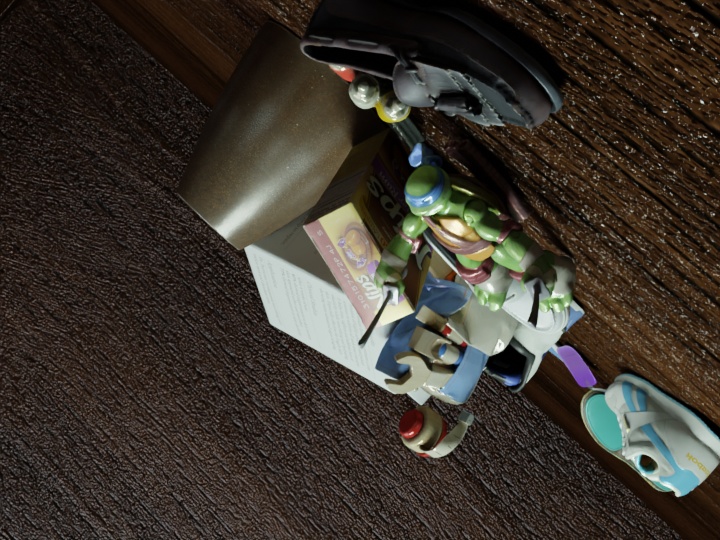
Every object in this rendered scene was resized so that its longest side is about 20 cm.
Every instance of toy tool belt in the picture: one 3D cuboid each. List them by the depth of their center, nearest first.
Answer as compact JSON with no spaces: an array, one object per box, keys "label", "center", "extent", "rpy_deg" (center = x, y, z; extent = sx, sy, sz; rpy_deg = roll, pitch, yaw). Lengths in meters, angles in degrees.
[{"label":"toy tool belt","center":[0.066,0.079,1.043],"extent":[0.122,0.202,0.124],"rpy_deg":[31,172,-28]}]

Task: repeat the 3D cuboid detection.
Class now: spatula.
[{"label":"spatula","center":[0.343,0.173,1.355],"extent":[0.199,0.021,0.057],"rpy_deg":[40,163,-1]}]

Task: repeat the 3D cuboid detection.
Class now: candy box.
[{"label":"candy box","center":[0.020,-0.045,0.954],"extent":[0.118,0.056,0.201],"rpy_deg":[59,-155,-18]}]

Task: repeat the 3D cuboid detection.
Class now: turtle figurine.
[{"label":"turtle figurine","center":[0.090,0.011,0.822],"extent":[0.193,0.143,0.202],"rpy_deg":[25,-141,-50]}]

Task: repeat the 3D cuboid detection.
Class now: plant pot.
[{"label":"plant pot","center":[-0.099,-0.128,1.086],"extent":[0.187,0.200,0.187],"rpy_deg":[42,178,2]}]

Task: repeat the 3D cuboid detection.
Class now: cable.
[{"label":"cable","center":[0.008,-0.142,0.815],"extent":[0.097,0.050,0.200],"rpy_deg":[43,177,8]}]

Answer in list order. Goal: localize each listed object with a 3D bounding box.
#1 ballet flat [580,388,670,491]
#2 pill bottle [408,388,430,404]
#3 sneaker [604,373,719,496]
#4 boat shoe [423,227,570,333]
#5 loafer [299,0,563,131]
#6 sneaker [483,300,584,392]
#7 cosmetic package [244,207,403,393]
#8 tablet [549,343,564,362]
[{"label":"ballet flat","center":[0.378,0.234,1.427],"extent":[0.200,0.071,0.071],"rpy_deg":[43,178,-11]},{"label":"pill bottle","center":[0.131,0.109,1.589],"extent":[0.111,0.200,0.111],"rpy_deg":[41,178,1]},{"label":"sneaker","center":[0.315,0.175,1.104],"extent":[0.076,0.081,0.200],"rpy_deg":[41,180,-16]},{"label":"boat shoe","center":[0.127,-0.002,0.973],"extent":[0.072,0.069,0.201],"rpy_deg":[-24,114,39]},{"label":"loafer","center":[0.034,-0.119,0.590],"extent":[0.200,0.063,0.072],"rpy_deg":[41,178,44]},{"label":"sneaker","center":[0.176,0.071,1.122],"extent":[0.080,0.115,0.199],"rpy_deg":[42,178,8]},{"label":"cosmetic package","center":[0.000,0.000,1.175],"extent":[0.198,0.167,0.168],"rpy_deg":[27,150,25]},{"label":"tablet","center":[0.216,0.052,1.418],"extent":[0.200,0.014,0.130],"rpy_deg":[45,177,-37]}]
